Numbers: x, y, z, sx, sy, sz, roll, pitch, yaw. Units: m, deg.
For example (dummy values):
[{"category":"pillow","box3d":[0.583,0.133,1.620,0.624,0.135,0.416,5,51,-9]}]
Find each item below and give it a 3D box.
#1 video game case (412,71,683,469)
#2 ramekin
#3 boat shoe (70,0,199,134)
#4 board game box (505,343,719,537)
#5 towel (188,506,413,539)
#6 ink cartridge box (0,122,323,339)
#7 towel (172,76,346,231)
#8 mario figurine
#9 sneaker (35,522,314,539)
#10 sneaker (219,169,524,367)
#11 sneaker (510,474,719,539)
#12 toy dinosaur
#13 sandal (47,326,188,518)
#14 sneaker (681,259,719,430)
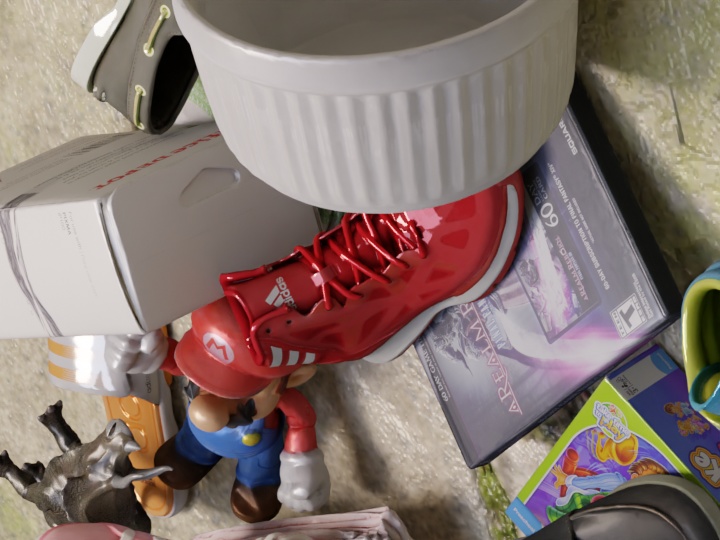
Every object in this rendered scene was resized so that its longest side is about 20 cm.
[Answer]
[{"category":"video game case","box3d":[0.083,0.002,1.445,0.200,0.019,0.143,-43,66,50]},{"category":"ramekin","box3d":[0.013,-0.116,1.339,0.200,0.200,0.105,27,140,36]},{"category":"boat shoe","box3d":[-0.093,-0.152,1.496,0.060,0.072,0.202,43,136,8]},{"category":"board game box","box3d":[0.179,0.155,1.434,0.200,0.045,0.135,48,140,16]},{"category":"towel","box3d":[0.002,0.233,1.655,0.191,0.032,0.200,-14,114,50]},{"category":"ink cartridge box","box3d":[-0.141,-0.023,1.554,0.200,0.146,0.083,-2,109,49]},{"category":"towel","box3d":[-0.053,-0.098,1.549,0.149,0.031,0.200,38,136,26]},{"category":"mario figurine","box3d":[-0.083,0.086,1.603,0.200,0.123,0.106,99,160,-57]},{"category":"sneaker","box3d":[-0.088,0.176,1.578,0.200,0.075,0.105,22,139,-5]},{"category":"sneaker","box3d":[0.000,0.000,1.442,0.078,0.115,0.200,60,142,22]},{"category":"sneaker","box3d":[0.100,0.171,1.407,0.200,0.106,0.075,-32,87,50]},{"category":"toy dinosaur","box3d":[-0.167,0.145,1.698,0.102,0.077,0.200,45,163,23]},{"category":"sandal","box3d":[-0.159,0.073,1.747,0.079,0.059,0.207,7,117,45]},{"category":"sneaker","box3d":[0.222,0.067,1.263,0.200,0.130,0.080,51,139,12]}]
